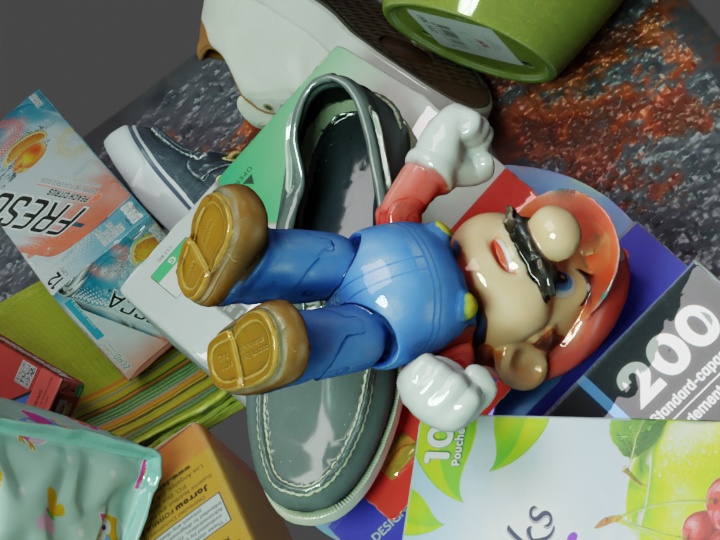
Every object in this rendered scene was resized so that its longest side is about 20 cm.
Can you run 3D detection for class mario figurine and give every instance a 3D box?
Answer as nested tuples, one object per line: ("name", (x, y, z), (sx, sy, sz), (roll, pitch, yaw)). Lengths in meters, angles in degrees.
("mario figurine", (0.033, -0.004, 0.937), (0.106, 0.200, 0.124), (6, 98, 51))

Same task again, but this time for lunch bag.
("lunch bag", (-0.218, 0.096, 1.043), (0.170, 0.200, 0.122), (8, 82, 44))

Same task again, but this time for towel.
("towel", (-0.133, 0.044, 1.202), (0.086, 0.018, 0.200), (-29, 32, -18))

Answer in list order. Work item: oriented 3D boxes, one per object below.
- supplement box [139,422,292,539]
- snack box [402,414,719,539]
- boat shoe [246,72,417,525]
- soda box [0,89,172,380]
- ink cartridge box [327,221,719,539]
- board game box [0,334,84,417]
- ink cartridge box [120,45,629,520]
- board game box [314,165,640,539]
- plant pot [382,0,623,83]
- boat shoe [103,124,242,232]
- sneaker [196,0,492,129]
("supplement box", (-0.052, 0.163, 1.052), (0.069, 0.067, 0.200), (-38, 43, 5))
("snack box", (0.081, 0.158, 0.902), (0.142, 0.053, 0.200), (-1, 68, 26))
("boat shoe", (-0.018, 0.008, 1.019), (0.073, 0.062, 0.200), (1, 67, 20))
("soda box", (-0.145, -0.022, 1.223), (0.064, 0.068, 0.200), (-41, 32, -4))
("ink cartridge box", (0.106, 0.096, 0.976), (0.198, 0.043, 0.200), (-45, 57, -2))
("board game box", (-0.213, 0.128, 1.177), (0.103, 0.019, 0.200), (26, 94, 40))
("ink cartridge box", (0.000, 0.000, 1.068), (0.161, 0.050, 0.200), (-48, 41, -5))
("board game box", (0.050, 0.045, 1.082), (0.200, 0.039, 0.158), (-31, 52, 6))
("plant pot", (0.090, -0.202, 1.174), (0.187, 0.187, 0.200), (15, 80, 42))
("boat shoe", (-0.050, -0.034, 1.208), (0.091, 0.071, 0.200), (-43, 50, -2))
("sneaker", (-0.011, -0.100, 1.245), (0.200, 0.073, 0.085), (35, 116, 38))
